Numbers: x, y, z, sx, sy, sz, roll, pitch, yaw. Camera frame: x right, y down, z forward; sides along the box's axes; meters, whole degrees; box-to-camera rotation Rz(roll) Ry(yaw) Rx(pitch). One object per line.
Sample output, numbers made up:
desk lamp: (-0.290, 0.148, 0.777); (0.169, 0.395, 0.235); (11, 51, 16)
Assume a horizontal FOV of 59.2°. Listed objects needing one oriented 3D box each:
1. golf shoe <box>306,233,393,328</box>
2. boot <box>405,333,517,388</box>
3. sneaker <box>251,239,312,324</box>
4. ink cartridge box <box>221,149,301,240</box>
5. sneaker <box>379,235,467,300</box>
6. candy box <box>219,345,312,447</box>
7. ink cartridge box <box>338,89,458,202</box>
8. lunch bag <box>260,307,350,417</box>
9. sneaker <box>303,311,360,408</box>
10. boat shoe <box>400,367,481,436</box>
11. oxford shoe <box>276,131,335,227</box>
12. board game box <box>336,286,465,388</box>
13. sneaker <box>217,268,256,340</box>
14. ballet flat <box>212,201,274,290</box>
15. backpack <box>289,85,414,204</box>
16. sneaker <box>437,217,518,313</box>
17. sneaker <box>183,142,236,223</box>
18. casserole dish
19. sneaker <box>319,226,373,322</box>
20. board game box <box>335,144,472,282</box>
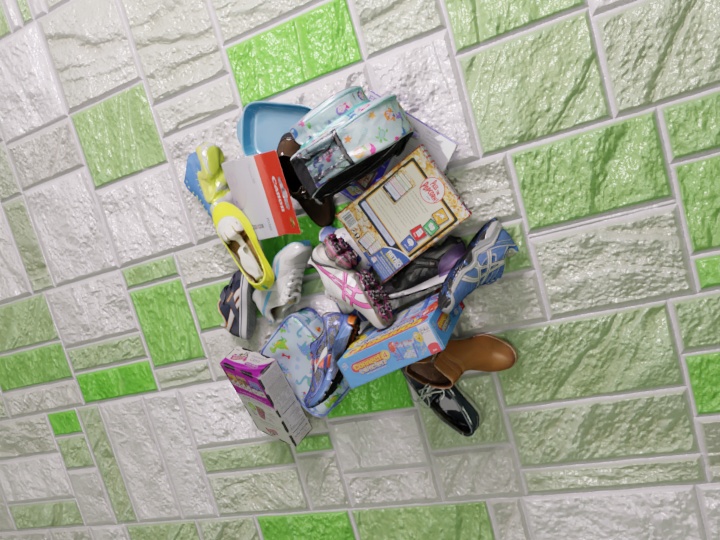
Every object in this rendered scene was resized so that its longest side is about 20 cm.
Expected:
golf shoe: (-0.018, 0.033, 1.171); (0.092, 0.072, 0.201); (-44, 76, 25)
boot: (0.182, 0.171, 1.152); (0.196, 0.155, 0.075); (5, 106, 17)
sneaker: (-0.145, 0.021, 1.288); (0.081, 0.076, 0.201); (52, 127, 25)
ink cartridge box: (-0.196, -0.141, 1.225); (0.199, 0.056, 0.165); (13, 122, 64)
sneaker: (0.110, -0.006, 1.195); (0.197, 0.076, 0.089); (-20, 86, 18)
candy box: (-0.195, 0.262, 1.324); (0.135, 0.061, 0.203); (10, 132, 43)
ink cartridge box: (0.058, -0.195, 1.175); (0.197, 0.043, 0.202); (34, 114, 11)
lunch bag: (-0.103, 0.191, 1.318); (0.200, 0.082, 0.161); (42, 114, 8)
sneaker: (-0.066, 0.170, 1.223); (0.077, 0.075, 0.203); (23, 93, 18)
boat shoe: (0.149, 0.243, 1.237); (0.200, 0.062, 0.075); (47, 117, 6)
oxford shoe: (-0.111, -0.153, 1.208); (0.071, 0.085, 0.202); (-13, 127, 25)
board game box: (0.078, 0.116, 1.159); (0.198, 0.196, 0.057); (-28, 97, 25)
sneaker: (-0.260, 0.048, 1.348); (0.078, 0.078, 0.204); (15, 110, 12)
ballet flat: (-0.233, -0.051, 1.239); (0.066, 0.067, 0.202); (-32, 85, 8)
backpack: (-0.012, -0.226, 1.078); (0.197, 0.178, 0.153); (-24, 99, 20)
sneaker: (0.206, 0.000, 1.099); (0.077, 0.076, 0.201); (40, 71, -2)
sneaker: (-0.312, -0.163, 1.332); (0.104, 0.075, 0.204); (-1, 104, 41)
casserole dish: (-0.150, -0.267, 1.246); (0.196, 0.039, 0.124); (10, 107, 21)
sneaker: (0.000, -0.001, 1.228); (0.113, 0.080, 0.203); (-16, 95, 27)
board game box: (0.076, -0.100, 1.132); (0.199, 0.046, 0.153); (-36, 91, 18)
